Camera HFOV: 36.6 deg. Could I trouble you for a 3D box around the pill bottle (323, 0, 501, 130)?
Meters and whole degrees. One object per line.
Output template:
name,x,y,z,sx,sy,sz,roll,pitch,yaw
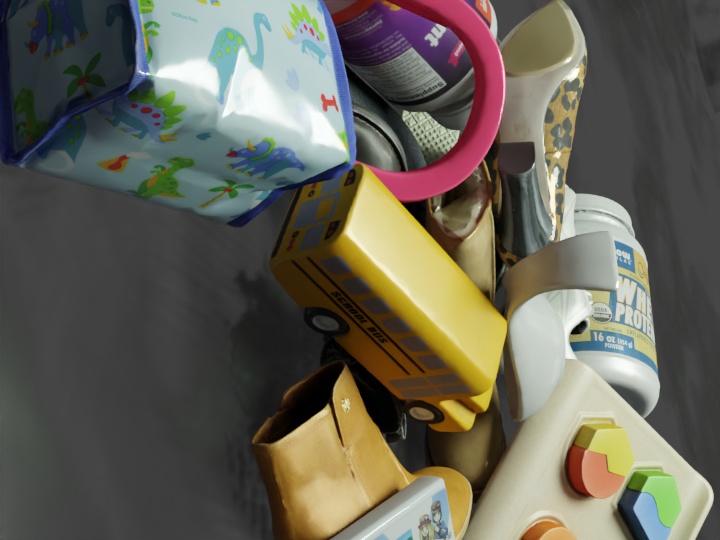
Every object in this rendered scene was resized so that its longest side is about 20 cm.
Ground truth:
pill bottle,0.036,-0.191,0.823,0.199,0.110,0.113,35,47,-46

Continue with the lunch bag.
lunch bag,-0.098,-0.145,0.579,0.169,0.126,0.203,17,55,-53

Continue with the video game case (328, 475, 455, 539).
video game case,0.002,0.242,0.619,0.199,0.022,0.186,-21,104,-49

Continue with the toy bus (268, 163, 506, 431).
toy bus,0.027,0.025,0.680,0.200,0.077,0.066,45,49,-34

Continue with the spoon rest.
spoon rest,0.118,0.035,0.746,0.201,0.059,0.101,103,-12,-62

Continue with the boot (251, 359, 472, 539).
boot,0.008,0.124,0.704,0.201,0.070,0.147,-32,111,-56

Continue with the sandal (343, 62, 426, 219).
sandal,-0.008,-0.112,0.840,0.200,0.042,0.077,45,32,-31

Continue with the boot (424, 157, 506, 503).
boot,0.074,0.045,0.813,0.177,0.065,0.202,-92,177,-47

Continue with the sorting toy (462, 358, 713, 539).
sorting toy,0.179,0.196,0.829,0.199,0.036,0.187,40,74,-26

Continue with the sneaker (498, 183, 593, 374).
sneaker,0.172,0.013,0.977,0.075,0.080,0.203,103,5,-61

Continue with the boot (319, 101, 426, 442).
boot,0.000,0.000,0.757,0.201,0.068,0.176,57,32,-37

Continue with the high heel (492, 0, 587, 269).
high heel,0.137,-0.101,0.844,0.144,0.070,0.202,73,29,-52

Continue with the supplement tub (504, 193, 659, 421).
supplement tub,0.213,0.043,1.067,0.145,0.143,0.203,43,41,-47

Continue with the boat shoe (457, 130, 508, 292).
boat shoe,0.113,-0.050,0.941,0.202,0.069,0.064,84,18,-50

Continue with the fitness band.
fitness band,-0.002,-0.126,0.706,0.037,0.197,0.146,-146,-105,-79

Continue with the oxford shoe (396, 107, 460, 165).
oxford shoe,0.071,-0.166,0.986,0.074,0.058,0.203,17,65,-13
